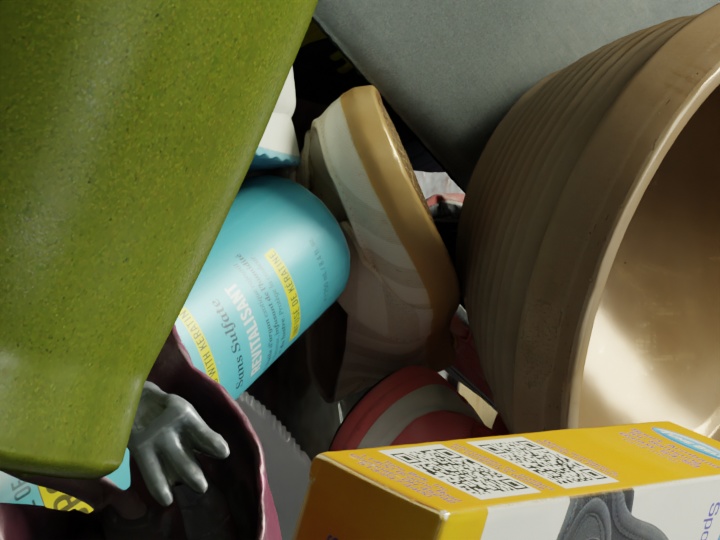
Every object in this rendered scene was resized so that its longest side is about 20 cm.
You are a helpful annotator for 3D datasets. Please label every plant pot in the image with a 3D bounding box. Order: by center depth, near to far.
[{"bbox_3d":[-0.100,-0.057,0.588,0.200,0.199,0.195,17,84,-66],"label":"plant pot"},{"bbox_3d":[0.098,-0.009,0.897,0.200,0.092,0.202,-32,134,-40],"label":"plant pot"}]

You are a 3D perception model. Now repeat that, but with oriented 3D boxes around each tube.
[{"bbox_3d":[-0.076,0.039,0.783,0.200,0.050,0.078,-44,123,-43],"label":"tube"}]

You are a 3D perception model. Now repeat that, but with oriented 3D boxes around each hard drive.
[{"bbox_3d":[0.051,-0.114,0.872,0.140,0.033,0.200,-44,146,1],"label":"hard drive"}]

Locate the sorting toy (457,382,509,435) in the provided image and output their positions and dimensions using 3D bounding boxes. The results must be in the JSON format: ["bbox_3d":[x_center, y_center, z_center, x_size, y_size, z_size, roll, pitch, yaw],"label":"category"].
[{"bbox_3d":[0.131,0.133,1.072,0.070,0.197,0.202,66,27,-72],"label":"sorting toy"}]

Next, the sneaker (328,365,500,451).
[{"bbox_3d":[0.065,0.112,0.949,0.074,0.087,0.200,-52,137,2],"label":"sneaker"}]

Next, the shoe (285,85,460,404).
[{"bbox_3d":[0.000,0.000,0.905,0.200,0.053,0.070,79,-13,-66],"label":"shoe"}]

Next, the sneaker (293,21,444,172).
[{"bbox_3d":[0.016,-0.097,0.969,0.200,0.074,0.083,30,34,-57],"label":"sneaker"}]

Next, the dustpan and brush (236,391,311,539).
[{"bbox_3d":[-0.026,0.117,0.884,0.200,0.057,0.141,36,55,-62],"label":"dustpan and brush"}]

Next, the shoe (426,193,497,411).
[{"bbox_3d":[0.095,0.045,1.018,0.072,0.200,0.091,-51,165,-10],"label":"shoe"}]

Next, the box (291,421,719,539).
[{"bbox_3d":[0.041,0.101,0.628,0.199,0.041,0.120,1,108,-56],"label":"box"}]

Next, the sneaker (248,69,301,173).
[{"bbox_3d":[-0.077,-0.077,0.777,0.200,0.076,0.082,21,61,-73],"label":"sneaker"}]

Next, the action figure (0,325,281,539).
[{"bbox_3d":[-0.055,0.106,0.748,0.149,0.134,0.200,55,2,21],"label":"action figure"}]
